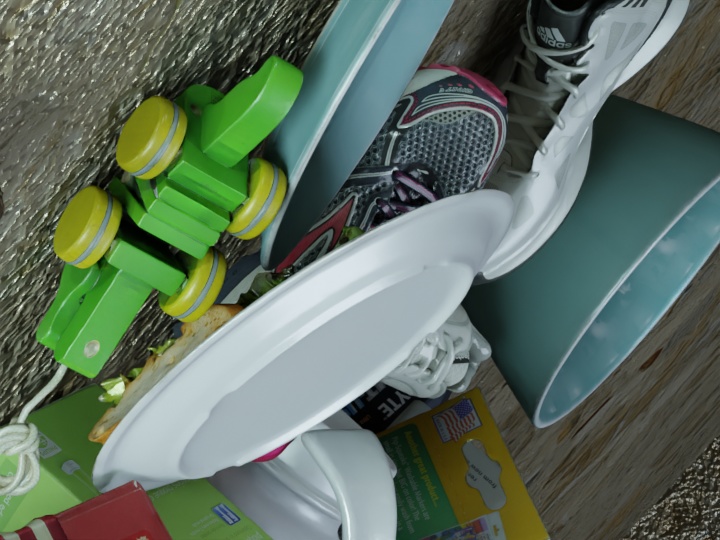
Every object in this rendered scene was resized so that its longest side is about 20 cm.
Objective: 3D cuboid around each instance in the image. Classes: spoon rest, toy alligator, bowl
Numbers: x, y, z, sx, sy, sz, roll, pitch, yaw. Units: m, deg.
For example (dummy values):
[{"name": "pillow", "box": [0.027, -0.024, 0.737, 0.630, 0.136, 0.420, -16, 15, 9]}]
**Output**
[{"name": "spoon rest", "box": [-0.037, 0.164, 1.267, 0.099, 0.061, 0.200, 1, 127, -40]}, {"name": "toy alligator", "box": [-0.088, -0.005, 1.066, 0.200, 0.059, 0.054, -53, -153, 15]}, {"name": "bowl", "box": [0.125, -0.020, 1.606, 0.201, 0.105, 0.201, -47, 167, -14]}]

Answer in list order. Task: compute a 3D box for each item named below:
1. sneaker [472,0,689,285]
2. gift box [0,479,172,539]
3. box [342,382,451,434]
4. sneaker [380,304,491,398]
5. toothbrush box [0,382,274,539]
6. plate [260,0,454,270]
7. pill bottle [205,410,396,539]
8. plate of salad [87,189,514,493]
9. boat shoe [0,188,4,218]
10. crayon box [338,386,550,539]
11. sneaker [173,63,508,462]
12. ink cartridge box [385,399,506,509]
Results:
[{"name": "sneaker", "box": [0.080, -0.092, 1.370, 0.201, 0.076, 0.115, -57, 159, -4]}, {"name": "gift box", "box": [-0.149, 0.217, 1.079, 0.187, 0.200, 0.184, -32, 169, 33]}, {"name": "box", "box": [-0.041, 0.151, 1.666, 0.198, 0.050, 0.200, -39, 163, -41]}, {"name": "sneaker", "box": [0.016, 0.024, 1.428, 0.075, 0.081, 0.200, -50, 166, 9]}, {"name": "toothbrush box", "box": [-0.095, 0.171, 1.201, 0.146, 0.200, 0.086, -57, 165, 24]}, {"name": "plate", "box": [0.005, -0.091, 1.126, 0.200, 0.026, 0.200, -59, 176, -6]}, {"name": "pill bottle", "box": [-0.081, 0.141, 1.357, 0.200, 0.113, 0.113, -51, 167, 3]}, {"name": "plate of salad", "box": [-0.026, 0.022, 1.129, 0.200, 0.048, 0.200, -33, 165, -10]}, {"name": "boat shoe", "box": [-0.165, 0.026, 0.836, 0.202, 0.075, 0.075, -36, 161, -46]}, {"name": "crayon box", "box": [-0.004, 0.154, 1.460, 0.200, 0.126, 0.052, -25, 129, 1]}, {"name": "sneaker", "box": [0.000, 0.000, 1.247, 0.200, 0.081, 0.075, -53, -150, 9]}, {"name": "ink cartridge box", "box": [-0.009, 0.190, 1.591, 0.200, 0.083, 0.146, -45, 166, -22]}]
